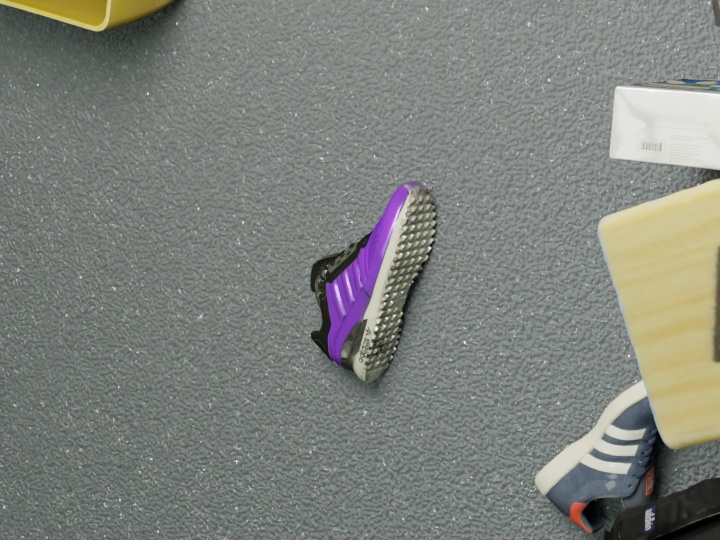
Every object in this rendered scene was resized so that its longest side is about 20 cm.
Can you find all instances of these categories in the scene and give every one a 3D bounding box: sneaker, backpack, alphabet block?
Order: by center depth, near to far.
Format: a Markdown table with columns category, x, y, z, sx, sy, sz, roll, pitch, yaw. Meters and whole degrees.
| category | x | y | z | sx | sy | sz | roll | pitch | yaw |
| --- | --- | --- | --- | --- | --- | --- | --- | --- | --- |
| alphabet block | 0.337 | 0.012 | 1.272 | 0.199 | 0.195 | 0.197 | -19 | 89 | 39 |
| backpack | 0.313 | 0.271 | 1.349 | 0.154 | 0.200 | 0.190 | 42 | 111 | -17 |
| sneaker | 0.246 | 0.159 | 1.433 | 0.085 | 0.075 | 0.200 | 50 | 127 | 15 |
| sneaker | 0.000 | 0.000 | 1.546 | 0.099 | 0.069 | 0.201 | 27 | 109 | 26 |

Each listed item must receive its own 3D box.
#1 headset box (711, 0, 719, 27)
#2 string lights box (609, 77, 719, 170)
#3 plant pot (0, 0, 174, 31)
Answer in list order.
| category | x | y | z | sx | sy | sz | roll | pitch | yaw |
| --- | --- | --- | --- | --- | --- | --- | --- | --- | --- |
| headset box | 0.377 | -0.239 | 1.296 | 0.199 | 0.077 | 0.150 | -9 | 93 | 31 |
| string lights box | 0.283 | -0.119 | 1.294 | 0.102 | 0.200 | 0.059 | 8 | 102 | 27 |
| plant pot | -0.259 | -0.354 | 1.577 | 0.199 | 0.176 | 0.201 | 18 | 107 | 26 |
